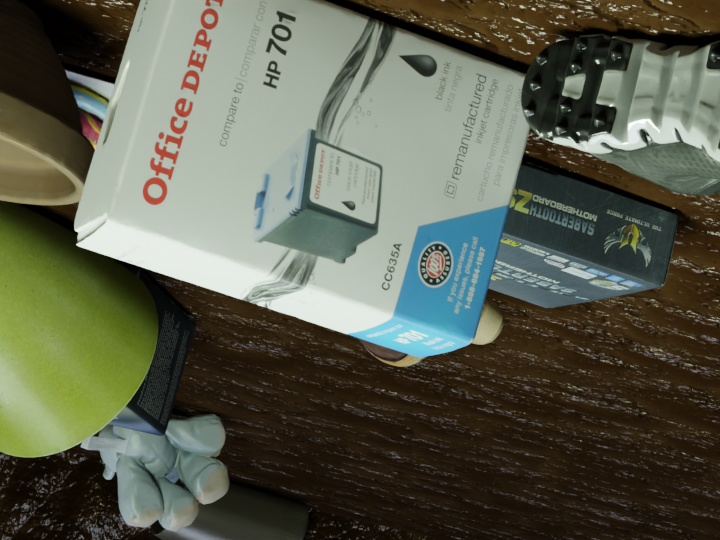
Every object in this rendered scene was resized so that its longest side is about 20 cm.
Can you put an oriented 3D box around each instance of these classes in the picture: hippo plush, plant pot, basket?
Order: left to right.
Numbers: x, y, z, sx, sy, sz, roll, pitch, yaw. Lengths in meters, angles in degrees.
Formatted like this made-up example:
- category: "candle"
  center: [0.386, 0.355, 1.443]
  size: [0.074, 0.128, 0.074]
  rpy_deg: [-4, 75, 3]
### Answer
- category: "plant pot"
  center: [-0.239, -0.112, 1.307]
  size: [0.200, 0.093, 0.201]
  rpy_deg: [15, 168, 3]
- category: "plant pot"
  center: [-0.293, 0.020, 1.857]
  size: [0.186, 0.188, 0.200]
  rpy_deg: [7, 151, 35]
- category: "hippo plush"
  center: [-0.272, 0.239, 2.832]
  size: [0.199, 0.160, 0.161]
  rpy_deg: [18, 167, -20]
- category: "basket"
  center: [-0.210, 0.393, 3.538]
  size: [0.199, 0.136, 0.180]
  rpy_deg: [25, 130, -18]

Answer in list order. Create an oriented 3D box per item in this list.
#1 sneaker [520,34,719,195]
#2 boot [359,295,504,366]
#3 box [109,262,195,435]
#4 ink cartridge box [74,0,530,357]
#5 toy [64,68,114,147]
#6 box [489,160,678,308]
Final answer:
- category: "sneaker"
  center: [0.177, -0.069, 1.072]
  size: [0.199, 0.067, 0.090]
  rpy_deg: [10, 171, 41]
- category: "boot"
  center: [0.000, 0.000, 1.658]
  size: [0.166, 0.073, 0.200]
  rpy_deg: [32, 164, -20]
- category: "box"
  center: [-0.279, 0.058, 2.086]
  size: [0.199, 0.124, 0.198]
  rpy_deg: [11, 167, 14]
- category: "ink cartridge box"
  center: [-0.027, -0.056, 1.170]
  size: [0.199, 0.147, 0.086]
  rpy_deg: [18, 169, -17]
- category: "toy"
  center: [-0.172, -0.075, 1.441]
  size: [0.199, 0.047, 0.115]
  rpy_deg: [13, 147, -5]
- category: "box"
  center: [0.070, -0.032, 1.402]
  size: [0.199, 0.051, 0.158]
  rpy_deg: [19, 169, -19]
